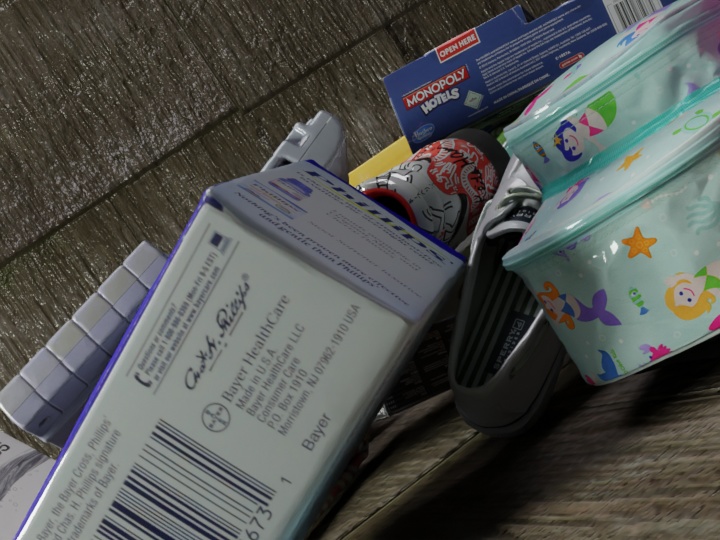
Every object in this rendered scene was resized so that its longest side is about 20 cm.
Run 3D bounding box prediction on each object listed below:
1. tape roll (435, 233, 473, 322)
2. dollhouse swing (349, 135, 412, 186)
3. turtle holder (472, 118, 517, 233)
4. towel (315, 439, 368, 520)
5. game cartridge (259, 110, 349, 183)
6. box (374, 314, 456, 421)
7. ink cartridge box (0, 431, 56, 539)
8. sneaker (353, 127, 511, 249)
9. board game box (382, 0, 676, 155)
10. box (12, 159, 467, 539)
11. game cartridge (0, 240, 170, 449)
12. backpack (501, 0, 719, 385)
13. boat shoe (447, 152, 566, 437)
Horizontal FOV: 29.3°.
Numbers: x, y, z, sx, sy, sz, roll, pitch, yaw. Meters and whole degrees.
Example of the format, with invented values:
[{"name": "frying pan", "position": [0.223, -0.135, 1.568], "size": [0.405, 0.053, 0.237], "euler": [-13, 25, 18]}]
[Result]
[{"name": "tape roll", "position": [0.107, -0.023, 1.015], "size": [0.202, 0.037, 0.203], "euler": [-30, -20, -12]}, {"name": "dollhouse swing", "position": [0.102, -0.055, 1.189], "size": [0.176, 0.200, 0.182], "euler": [-35, 1, 21]}, {"name": "turtle holder", "position": [0.160, -0.033, 0.838], "size": [0.185, 0.141, 0.132], "euler": [4, 24, 5]}, {"name": "towel", "position": [-0.090, 0.140, 0.926], "size": [0.146, 0.030, 0.200], "euler": [6, 15, 17]}, {"name": "game cartridge", "position": [-0.068, 0.010, 0.837], "size": [0.200, 0.041, 0.133], "euler": [-56, -17, -17]}, {"name": "box", "position": [0.011, 0.075, 0.918], "size": [0.160, 0.044, 0.200], "euler": [-25, -5, 37]}, {"name": "ink cartridge box", "position": [-0.246, 0.189, 0.910], "size": [0.146, 0.200, 0.083], "euler": [-37, -33, -58]}, {"name": "sneaker", "position": [0.000, -0.001, 0.813], "size": [0.108, 0.067, 0.201], "euler": [-32, -11, -48]}, {"name": "board game box", "position": [0.146, -0.132, 0.954], "size": [0.200, 0.062, 0.200], "euler": [-26, -14, 18]}, {"name": "box", "position": [-0.046, 0.056, 0.648], "size": [0.184, 0.105, 0.200], "euler": [-59, -5, 12]}, {"name": "game cartridge", "position": [-0.143, 0.060, 0.856], "size": [0.130, 0.038, 0.200], "euler": [-44, -14, -8]}, {"name": "backpack", "position": [0.154, -0.042, 0.617], "size": [0.177, 0.151, 0.200], "euler": [-32, 7, 37]}, {"name": "boat shoe", "position": [0.096, -0.012, 0.730], "size": [0.067, 0.073, 0.201], "euler": [52, -130, -60]}]
